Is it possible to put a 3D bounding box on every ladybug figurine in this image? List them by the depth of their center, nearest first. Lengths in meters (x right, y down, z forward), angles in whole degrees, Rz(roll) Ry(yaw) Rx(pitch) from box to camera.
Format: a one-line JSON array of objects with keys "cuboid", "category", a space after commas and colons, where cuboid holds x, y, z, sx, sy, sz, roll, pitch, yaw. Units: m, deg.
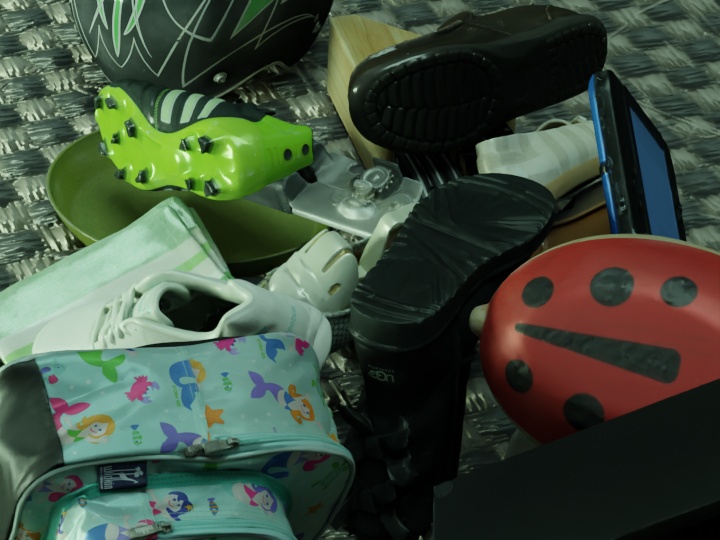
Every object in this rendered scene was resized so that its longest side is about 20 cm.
[{"cuboid": [0.150, 0.048, 1.352, 0.198, 0.137, 0.072, 10, -2, 17], "category": "ladybug figurine"}]

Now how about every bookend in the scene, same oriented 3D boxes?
[{"cuboid": [0.167, 0.175, 1.314, 0.199, 0.199, 0.092, -21, 32, 16], "category": "bookend"}]

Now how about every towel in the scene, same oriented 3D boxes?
[{"cuboid": [-0.126, 0.052, 1.523, 0.152, 0.023, 0.200, -29, 52, -13], "category": "towel"}]

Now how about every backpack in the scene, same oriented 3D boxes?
[{"cuboid": [-0.102, 0.118, 1.351, 0.199, 0.178, 0.151, -12, 60, -25], "category": "backpack"}]

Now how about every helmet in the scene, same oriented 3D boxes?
[{"cuboid": [-0.119, -0.223, 1.824, 0.199, 0.201, 0.190, 22, 23, 24], "category": "helmet"}]

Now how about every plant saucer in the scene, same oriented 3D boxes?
[{"cuboid": [-0.109, -0.044, 1.683, 0.198, 0.031, 0.200, 4, 31, -2], "category": "plant saucer"}]

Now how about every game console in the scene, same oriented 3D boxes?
[{"cuboid": [0.223, -0.028, 1.540, 0.117, 0.200, 0.172, -12, 75, 15], "category": "game console"}]

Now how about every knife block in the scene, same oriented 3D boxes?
[{"cuboid": [0.030, -0.089, 1.738, 0.199, 0.064, 0.176, 20, 39, 22], "category": "knife block"}]

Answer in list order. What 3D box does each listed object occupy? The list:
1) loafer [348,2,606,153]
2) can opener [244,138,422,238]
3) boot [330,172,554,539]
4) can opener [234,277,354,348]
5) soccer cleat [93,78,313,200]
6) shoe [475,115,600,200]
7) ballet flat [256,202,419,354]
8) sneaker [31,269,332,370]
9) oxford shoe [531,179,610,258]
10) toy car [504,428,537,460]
[{"cuboid": [0.069, -0.131, 1.683, 0.199, 0.074, 0.071, -15, 32, -31], "category": "loafer"}, {"cuboid": [-0.040, -0.051, 1.639, 0.199, 0.067, 0.053, 19, 57, 36], "category": "can opener"}, {"cuboid": [0.045, 0.053, 1.458, 0.073, 0.163, 0.198, 18, 37, 22], "category": "boot"}, {"cuboid": [-0.061, 0.017, 1.590, 0.198, 0.067, 0.053, -4, 34, 0], "category": "can opener"}, {"cuboid": [-0.103, -0.083, 1.610, 0.081, 0.068, 0.200, -14, 20, -30], "category": "soccer cleat"}, {"cuboid": [0.131, -0.077, 1.646, 0.070, 0.054, 0.200, -28, -1, 32], "category": "shoe"}, {"cuboid": [0.000, 0.000, 1.503, 0.199, 0.072, 0.072, -19, 41, -25], "category": "ballet flat"}, {"cuboid": [-0.115, 0.030, 1.450, 0.199, 0.080, 0.071, -6, 61, 33], "category": "sneaker"}, {"cuboid": [0.115, 0.008, 1.614, 0.199, 0.071, 0.072, -29, 80, -26], "category": "oxford shoe"}, {"cuboid": [0.186, 0.076, 1.446, 0.199, 0.151, 0.175, 19, 38, 21], "category": "toy car"}]
